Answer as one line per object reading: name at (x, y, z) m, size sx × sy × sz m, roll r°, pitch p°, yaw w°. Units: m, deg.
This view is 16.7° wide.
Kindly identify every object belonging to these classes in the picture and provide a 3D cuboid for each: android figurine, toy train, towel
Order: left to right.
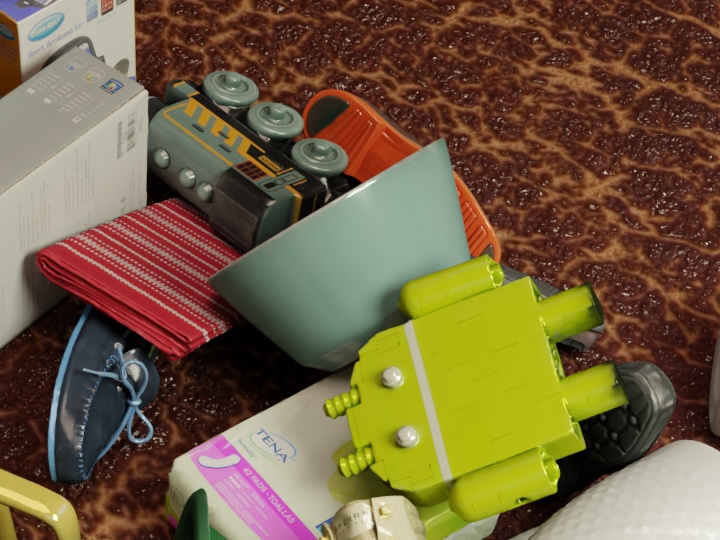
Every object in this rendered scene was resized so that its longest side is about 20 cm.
towel at (-0.134, 0.002, 1.830) m, size 0.144 × 0.023 × 0.200 m, roll 31°, pitch 27°, yaw 19°
toy train at (-0.095, -0.084, 1.913) m, size 0.200 × 0.086 × 0.114 m, roll 38°, pitch 40°, yaw 29°
android figurine at (0.072, 0.080, 1.622) m, size 0.199 × 0.041 × 0.183 m, roll -19°, pitch 59°, yaw 11°

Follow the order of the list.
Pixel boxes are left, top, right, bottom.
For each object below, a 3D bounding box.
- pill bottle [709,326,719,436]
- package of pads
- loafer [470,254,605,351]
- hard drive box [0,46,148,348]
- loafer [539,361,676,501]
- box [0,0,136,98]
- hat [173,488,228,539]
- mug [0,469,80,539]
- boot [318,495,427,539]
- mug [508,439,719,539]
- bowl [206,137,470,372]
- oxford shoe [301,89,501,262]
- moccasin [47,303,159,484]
pill bottle at (0.361, 0.080, 1.789) m, size 0.199 × 0.114 × 0.114 m, roll 8°, pitch 45°, yaw 2°
package of pads at (-0.020, 0.157, 1.709) m, size 0.199 × 0.068 × 0.155 m, roll -26°, pitch 55°, yaw -29°
loafer at (0.086, 0.022, 1.865) m, size 0.199 × 0.063 × 0.072 m, roll 25°, pitch 10°, yaw 8°
hard drive box at (-0.251, -0.046, 1.824) m, size 0.077 × 0.156 × 0.200 m, roll 31°, pitch 50°, yaw 23°
loafer at (0.171, 0.104, 1.693) m, size 0.070 × 0.201 × 0.068 m, roll -24°, pitch 78°, yaw -25°
box at (-0.230, -0.165, 1.911) m, size 0.041 × 0.201 × 0.119 m, roll 36°, pitch 53°, yaw 27°
hat at (-0.038, 0.251, 1.575) m, size 0.175 × 0.201 × 0.166 m, roll 10°, pitch 12°, yaw -10°
mug at (-0.286, 0.145, 1.634) m, size 0.185 × 0.154 × 0.150 m, roll -6°, pitch 46°, yaw -12°
boot at (0.010, 0.221, 1.542) m, size 0.072 × 0.200 × 0.156 m, roll -23°, pitch 76°, yaw 22°
mug at (0.163, 0.210, 1.636) m, size 0.175 × 0.148 × 0.200 m, roll -26°, pitch 22°, yaw -26°
bowl at (0.000, 0.000, 1.756) m, size 0.200 × 0.201 × 0.105 m, roll -30°, pitch 89°, yaw -30°
oxford shoe at (0.043, -0.071, 1.938) m, size 0.200 × 0.071 × 0.072 m, roll 47°, pitch 18°, yaw 14°
moccasin at (-0.176, 0.071, 1.768) m, size 0.068 × 0.081 × 0.201 m, roll 8°, pitch 46°, yaw 5°
